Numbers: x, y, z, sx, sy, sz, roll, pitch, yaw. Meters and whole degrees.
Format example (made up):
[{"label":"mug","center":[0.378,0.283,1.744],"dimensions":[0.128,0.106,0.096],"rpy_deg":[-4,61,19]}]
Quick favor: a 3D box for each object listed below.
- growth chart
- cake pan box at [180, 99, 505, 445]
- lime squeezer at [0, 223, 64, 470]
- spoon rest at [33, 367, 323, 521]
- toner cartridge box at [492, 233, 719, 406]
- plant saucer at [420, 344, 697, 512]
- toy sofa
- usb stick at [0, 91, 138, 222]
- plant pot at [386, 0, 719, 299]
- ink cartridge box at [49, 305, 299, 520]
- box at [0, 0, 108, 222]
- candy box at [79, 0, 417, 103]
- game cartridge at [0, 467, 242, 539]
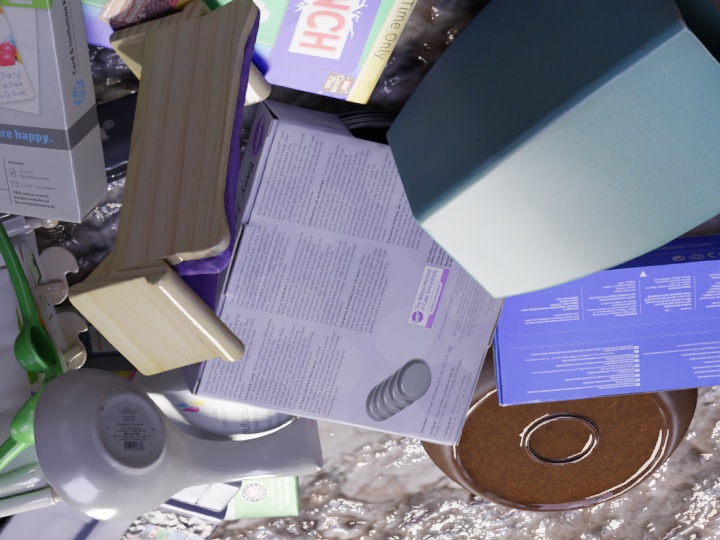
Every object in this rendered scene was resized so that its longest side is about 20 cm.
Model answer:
[{"label":"growth chart","center":[-0.240,0.066,1.734],"dimensions":[0.145,0.200,0.018],"rpy_deg":[-8,174,13]},{"label":"cake pan box","center":[0.000,0.000,1.705],"dimensions":[0.184,0.052,0.200],"rpy_deg":[10,107,-21]},{"label":"lime squeezer","center":[-0.216,0.066,1.706],"dimensions":[0.071,0.200,0.038],"rpy_deg":[6,178,37]},{"label":"spoon rest","center":[-0.121,0.113,1.715],"dimensions":[0.200,0.099,0.061],"rpy_deg":[6,155,-36]},{"label":"toner cartridge box","center":[0.186,0.031,1.795],"dimensions":[0.200,0.043,0.095],"rpy_deg":[-5,116,0]},{"label":"plant saucer","center":[0.139,0.108,1.898],"dimensions":[0.200,0.035,0.200],"rpy_deg":[-2,136,-2]},{"label":"toy sofa","center":[-0.089,-0.049,1.495],"dimensions":[0.098,0.200,0.083],"rpy_deg":[-15,139,23]},{"label":"usb stick","center":[-0.190,-0.064,1.642],"dimensions":[0.200,0.055,0.033],"rpy_deg":[-20,141,-7]},{"label":"plant pot","center":[0.125,-0.087,1.596],"dimensions":[0.200,0.141,0.141],"rpy_deg":[-35,129,15]},{"label":"ink cartridge box","center":[-0.143,0.097,1.822],"dimensions":[0.200,0.088,0.145],"rpy_deg":[-2,136,-1]},{"label":"box","center":[-0.231,-0.130,1.540],"dimensions":[0.156,0.041,0.200],"rpy_deg":[8,122,20]},{"label":"candy box","center":[-0.062,-0.193,1.539],"dimensions":[0.200,0.077,0.169],"rpy_deg":[11,135,-16]},{"label":"game cartridge","center":[-0.176,0.177,1.819],"dimensions":[0.130,0.038,0.200],"rpy_deg":[21,133,-20]}]
